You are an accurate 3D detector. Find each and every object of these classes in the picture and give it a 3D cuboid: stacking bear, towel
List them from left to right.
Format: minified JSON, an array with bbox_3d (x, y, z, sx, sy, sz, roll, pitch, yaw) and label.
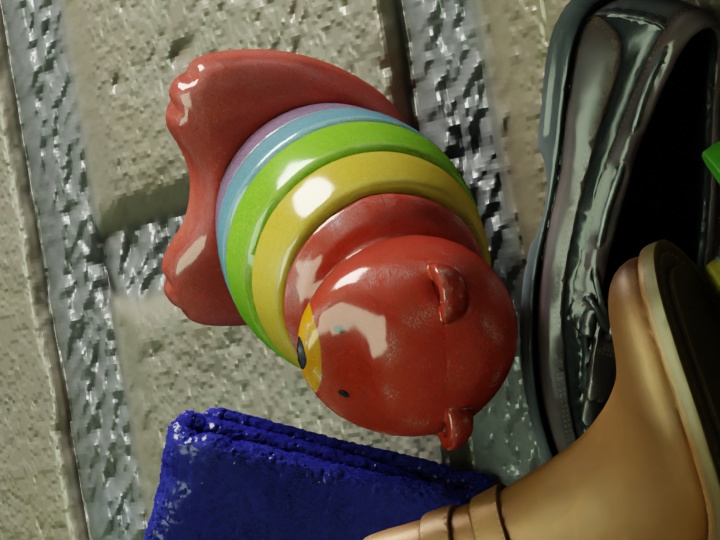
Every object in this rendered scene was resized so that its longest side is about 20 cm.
[{"bbox_3d":[-0.031,0.156,1.290,0.050,0.147,0.201,-83,7,-61],"label":"towel"},{"bbox_3d":[0.000,0.000,1.167,0.200,0.113,0.122,-128,37,-61],"label":"stacking bear"}]

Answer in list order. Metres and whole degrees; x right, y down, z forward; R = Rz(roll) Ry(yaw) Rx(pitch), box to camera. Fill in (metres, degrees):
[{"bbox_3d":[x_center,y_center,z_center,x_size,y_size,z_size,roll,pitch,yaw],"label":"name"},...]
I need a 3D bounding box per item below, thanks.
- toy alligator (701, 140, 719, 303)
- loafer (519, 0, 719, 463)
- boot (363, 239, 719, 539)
[{"bbox_3d":[0.179,0.036,1.031,0.200,0.059,0.054,56,179,29],"label":"toy alligator"},{"bbox_3d":[0.104,-0.005,1.111,0.063,0.072,0.201,8,101,48],"label":"loafer"},{"bbox_3d":[0.074,0.087,1.090,0.155,0.077,0.201,-6,121,23],"label":"boot"}]
